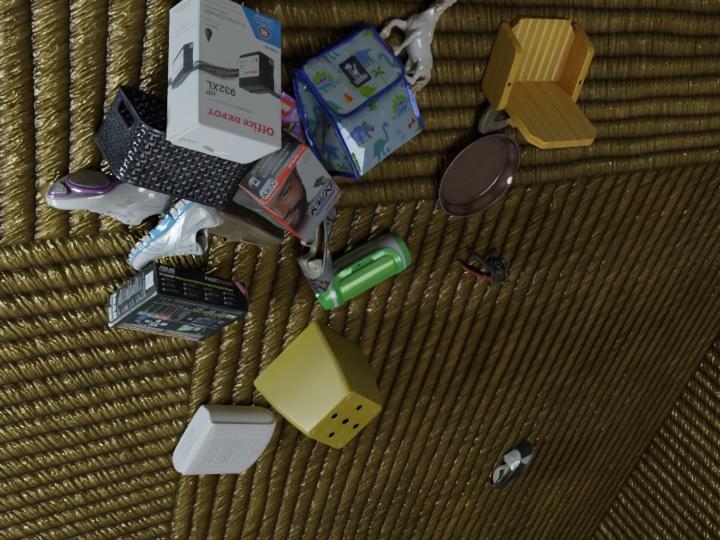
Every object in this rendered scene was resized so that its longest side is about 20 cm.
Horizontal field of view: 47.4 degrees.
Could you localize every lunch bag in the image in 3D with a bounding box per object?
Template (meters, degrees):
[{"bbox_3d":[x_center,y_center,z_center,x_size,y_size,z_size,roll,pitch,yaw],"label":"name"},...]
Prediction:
[{"bbox_3d":[-0.009,-0.277,1.342,0.170,0.127,0.201,-38,118,-26],"label":"lunch bag"}]

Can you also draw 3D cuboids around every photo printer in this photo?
[{"bbox_3d":[-0.287,0.369,1.789,0.199,0.070,0.167,11,119,-43],"label":"photo printer"}]

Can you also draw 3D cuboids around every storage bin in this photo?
[{"bbox_3d":[-0.277,-0.182,1.231,0.199,0.135,0.094,15,117,-44],"label":"storage bin"}]

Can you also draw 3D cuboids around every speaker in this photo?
[{"bbox_3d":[0.000,0.000,1.655,0.199,0.089,0.089,-28,139,-13],"label":"speaker"}]

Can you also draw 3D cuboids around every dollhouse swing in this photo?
[{"bbox_3d":[0.363,-0.351,1.529,0.199,0.176,0.183,-8,130,-30],"label":"dollhouse swing"}]

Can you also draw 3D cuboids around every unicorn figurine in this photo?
[{"bbox_3d":[0.096,-0.387,1.387,0.137,0.074,0.200,-34,156,-24],"label":"unicorn figurine"}]

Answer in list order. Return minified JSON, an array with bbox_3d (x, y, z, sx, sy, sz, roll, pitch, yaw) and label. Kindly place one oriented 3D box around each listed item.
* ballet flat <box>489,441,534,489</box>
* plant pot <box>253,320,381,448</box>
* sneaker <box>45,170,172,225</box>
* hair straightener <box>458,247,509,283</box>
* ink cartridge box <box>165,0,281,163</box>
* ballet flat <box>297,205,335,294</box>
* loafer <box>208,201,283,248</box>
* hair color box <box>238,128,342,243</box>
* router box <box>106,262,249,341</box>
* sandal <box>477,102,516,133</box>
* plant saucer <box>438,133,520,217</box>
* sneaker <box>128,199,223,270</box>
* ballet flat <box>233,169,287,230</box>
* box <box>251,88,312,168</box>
[{"bbox_3d":[0.479,0.627,2.622,0.068,0.068,0.201,12,119,-34],"label":"ballet flat"},{"bbox_3d":[-0.072,0.265,1.774,0.200,0.177,0.200,-45,141,7],"label":"plant pot"},{"bbox_3d":[-0.381,-0.105,1.271,0.199,0.075,0.100,-10,132,-31],"label":"sneaker"},{"bbox_3d":[0.306,-0.011,1.911,0.077,0.041,0.200,-49,139,13],"label":"hair straightener"},{"bbox_3d":[-0.191,-0.271,1.165,0.144,0.202,0.083,10,163,-44],"label":"ink cartridge box"},{"bbox_3d":[-0.090,-0.043,1.535,0.072,0.072,0.202,-9,118,-31],"label":"ballet flat"},{"bbox_3d":[-0.211,-0.084,1.427,0.067,0.076,0.200,-30,149,23],"label":"loafer"},{"bbox_3d":[-0.106,-0.131,1.325,0.111,0.064,0.200,-54,158,-3],"label":"hair color box"},{"bbox_3d":[-0.317,0.060,1.438,0.149,0.063,0.199,-30,149,35],"label":"router box"},{"bbox_3d":[0.320,-0.315,1.629,0.199,0.054,0.081,-16,135,-25],"label":"sandal"},{"bbox_3d":[0.238,-0.200,1.686,0.199,0.035,0.201,-21,138,-21],"label":"plant saucer"},{"bbox_3d":[-0.300,-0.047,1.340,0.200,0.087,0.075,-38,-172,30],"label":"sneaker"},{"bbox_3d":[-0.148,-0.119,1.423,0.063,0.068,0.200,-17,157,29],"label":"ballet flat"},{"bbox_3d":[-0.114,-0.213,1.402,0.137,0.039,0.200,-51,139,12],"label":"box"}]
